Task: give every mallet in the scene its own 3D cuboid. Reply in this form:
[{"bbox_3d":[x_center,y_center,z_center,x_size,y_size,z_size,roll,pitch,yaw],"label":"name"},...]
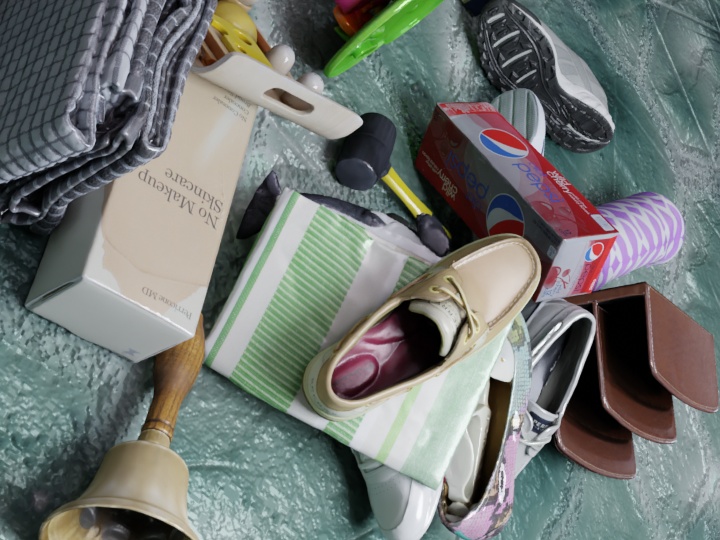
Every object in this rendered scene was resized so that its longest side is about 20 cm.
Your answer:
[{"bbox_3d":[0.050,-0.044,1.067,0.200,0.041,0.066,52,44,-21],"label":"mallet"}]

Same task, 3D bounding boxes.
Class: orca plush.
[{"bbox_3d":[0.000,0.000,0.953,0.200,0.071,0.105,17,81,-6],"label":"orca plush"}]

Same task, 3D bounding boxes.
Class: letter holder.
[{"bbox_3d":[0.252,0.110,1.115,0.200,0.100,0.142,28,56,-54],"label":"letter holder"}]

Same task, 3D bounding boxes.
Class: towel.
[{"bbox_3d":[0.000,0.048,0.898,0.200,0.023,0.153,28,79,-6],"label":"towel"},{"bbox_3d":[-0.176,-0.130,0.791,0.086,0.165,0.200,33,53,-37],"label":"towel"}]

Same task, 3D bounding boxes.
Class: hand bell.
[{"bbox_3d":[-0.133,0.101,0.810,0.104,0.104,0.200,38,39,-27],"label":"hand bell"}]

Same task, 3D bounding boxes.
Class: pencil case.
[{"bbox_3d":[0.246,-0.021,1.215,0.200,0.084,0.086,-19,122,-44],"label":"pencil case"}]

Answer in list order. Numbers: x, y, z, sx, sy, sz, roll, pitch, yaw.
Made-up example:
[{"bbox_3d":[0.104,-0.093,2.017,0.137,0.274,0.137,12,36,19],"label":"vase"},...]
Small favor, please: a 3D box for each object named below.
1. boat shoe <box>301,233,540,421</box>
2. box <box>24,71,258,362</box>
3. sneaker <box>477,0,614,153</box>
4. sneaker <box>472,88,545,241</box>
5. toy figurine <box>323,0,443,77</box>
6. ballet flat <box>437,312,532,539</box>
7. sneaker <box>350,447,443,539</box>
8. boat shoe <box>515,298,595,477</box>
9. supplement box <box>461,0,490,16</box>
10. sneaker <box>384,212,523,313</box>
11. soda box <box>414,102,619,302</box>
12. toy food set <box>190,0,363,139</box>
[{"bbox_3d":[0.051,0.041,0.862,0.200,0.066,0.074,-37,91,-11],"label":"boat shoe"},{"bbox_3d":[-0.147,-0.048,0.846,0.095,0.078,0.200,31,54,-32],"label":"box"},{"bbox_3d":[0.186,-0.205,1.245,0.200,0.074,0.079,43,39,-32],"label":"sneaker"},{"bbox_3d":[0.142,-0.079,1.156,0.071,0.073,0.200,52,42,-49],"label":"sneaker"},{"bbox_3d":[-0.017,-0.286,1.050,0.184,0.150,0.200,52,23,-2],"label":"toy figurine"},{"bbox_3d":[0.092,0.109,0.954,0.071,0.069,0.200,27,67,-61],"label":"ballet flat"},{"bbox_3d":[0.003,0.114,0.940,0.100,0.075,0.200,9,59,-35],"label":"sneaker"},{"bbox_3d":[0.134,0.116,1.007,0.072,0.066,0.200,35,81,-29],"label":"boat shoe"},{"bbox_3d":[0.131,-0.406,1.218,0.200,0.134,0.200,46,48,-21],"label":"supplement box"},{"bbox_3d":[0.086,0.011,1.040,0.091,0.066,0.200,-49,115,-16],"label":"sneaker"},{"bbox_3d":[0.128,-0.063,1.047,0.063,0.070,0.200,-7,43,-31],"label":"soda box"},{"bbox_3d":[-0.089,-0.189,0.906,0.143,0.060,0.200,20,29,-51],"label":"toy food set"}]
